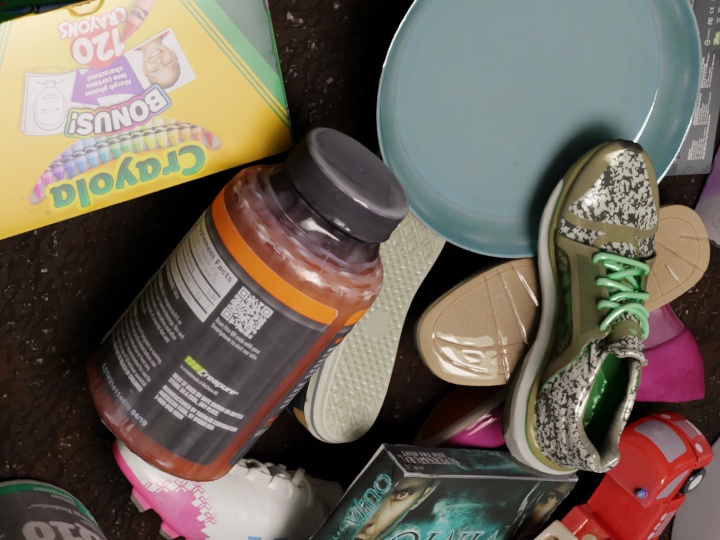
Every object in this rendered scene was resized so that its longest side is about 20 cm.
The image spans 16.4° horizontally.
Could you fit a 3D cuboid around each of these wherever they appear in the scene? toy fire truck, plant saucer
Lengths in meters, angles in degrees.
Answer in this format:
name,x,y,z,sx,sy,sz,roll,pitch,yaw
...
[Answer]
name,x,y,z,sx,sy,sz,roll,pitch,yaw
toy fire truck,0.126,0.179,1.544,0.141,0.049,0.201,-9,136,-55
plant saucer,0.099,-0.105,1.417,0.199,0.027,0.201,-8,116,-16

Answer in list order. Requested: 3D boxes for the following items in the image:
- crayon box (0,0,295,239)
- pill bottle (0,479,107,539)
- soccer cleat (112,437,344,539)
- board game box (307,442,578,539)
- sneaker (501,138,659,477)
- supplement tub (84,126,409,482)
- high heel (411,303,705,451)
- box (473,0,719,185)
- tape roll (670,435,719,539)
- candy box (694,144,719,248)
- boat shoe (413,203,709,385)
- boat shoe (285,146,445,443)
name,x,y,z,sx,sy,sz,roll,pitch,yaw
crayon box,-0.145,-0.100,1.356,0.199,0.058,0.120,-18,117,-15
pill bottle,-0.173,0.207,1.388,0.112,0.200,0.114,-8,114,-19
soccer cleat,-0.064,0.136,1.479,0.086,0.070,0.200,-39,129,9
board game box,0.036,0.164,1.490,0.136,0.028,0.199,-53,150,18
sneaker,0.145,0.027,1.417,0.076,0.088,0.202,8,95,-28
supplement tub,-0.059,0.016,1.385,0.107,0.107,0.200,28,115,-29
high heel,0.126,0.089,1.537,0.199,0.067,0.097,-33,109,-11
box,0.139,-0.153,1.456,0.157,0.051,0.201,-5,113,-21
tape roll,0.308,0.180,1.651,0.201,0.071,0.204,-8,113,-20
candy box,0.328,-0.009,1.526,0.199,0.168,0.072,14,104,-27
boat shoe,0.115,0.014,1.491,0.199,0.065,0.072,-26,99,-21
boat shoe,0.000,0.000,1.456,0.074,0.062,0.201,21,87,-44
